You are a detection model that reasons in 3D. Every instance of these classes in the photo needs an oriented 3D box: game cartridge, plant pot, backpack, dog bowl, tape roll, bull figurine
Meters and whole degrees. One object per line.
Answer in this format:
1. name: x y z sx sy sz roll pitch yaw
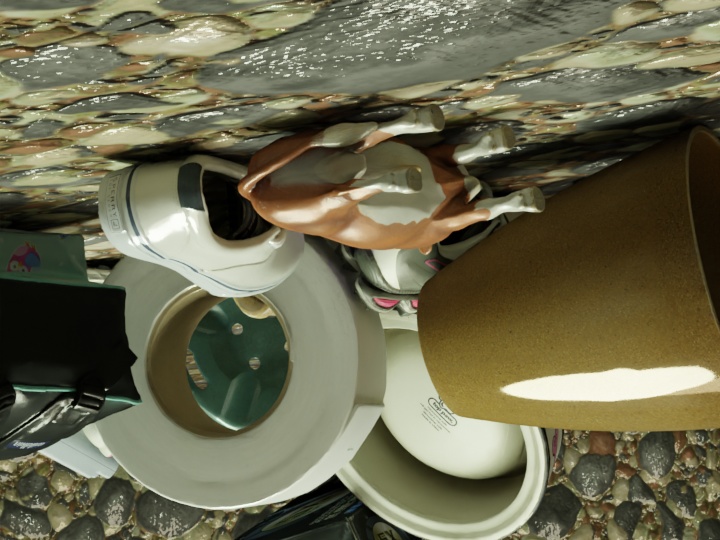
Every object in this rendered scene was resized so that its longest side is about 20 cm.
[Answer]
1. game cartridge: -0.295 0.098 1.542 0.200 0.042 0.133 33 173 44
2. plant pot: -0.080 0.075 1.502 0.200 0.200 0.196 -6 166 -6
3. backpack: -0.266 0.054 1.210 0.176 0.153 0.200 1 156 -46
4. dog bowl: 0.060 0.098 1.351 0.200 0.200 0.074 -12 -160 39
5. plant pot: 0.143 0.026 1.164 0.200 0.186 0.186 -16 170 23
6. tape roll: -0.085 0.062 1.269 0.202 0.202 0.071 -9 173 15
7. bull figurine: 0.023 -0.047 1.039 0.121 0.065 0.200 -17 171 37

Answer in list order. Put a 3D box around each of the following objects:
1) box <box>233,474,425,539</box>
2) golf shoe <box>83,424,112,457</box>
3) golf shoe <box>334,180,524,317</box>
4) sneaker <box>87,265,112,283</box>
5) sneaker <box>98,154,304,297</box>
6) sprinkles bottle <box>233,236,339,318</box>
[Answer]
1. box: -0.002 0.219 1.502 0.164 0.086 0.200 -23 -177 36
2. golf shoe: -0.214 0.094 1.473 0.092 0.075 0.200 32 174 -13
3. golf shoe: 0.077 -0.021 1.270 0.200 0.077 0.088 -16 160 -49
4. sneaker: -0.251 0.045 1.446 0.200 0.086 0.078 -6 174 -7
5. sneaker: -0.073 -0.024 1.093 0.071 0.073 0.200 -6 174 25
6. sprinkles bottle: 0.000 0.000 1.394 0.200 0.068 0.068 -1 171 -39
